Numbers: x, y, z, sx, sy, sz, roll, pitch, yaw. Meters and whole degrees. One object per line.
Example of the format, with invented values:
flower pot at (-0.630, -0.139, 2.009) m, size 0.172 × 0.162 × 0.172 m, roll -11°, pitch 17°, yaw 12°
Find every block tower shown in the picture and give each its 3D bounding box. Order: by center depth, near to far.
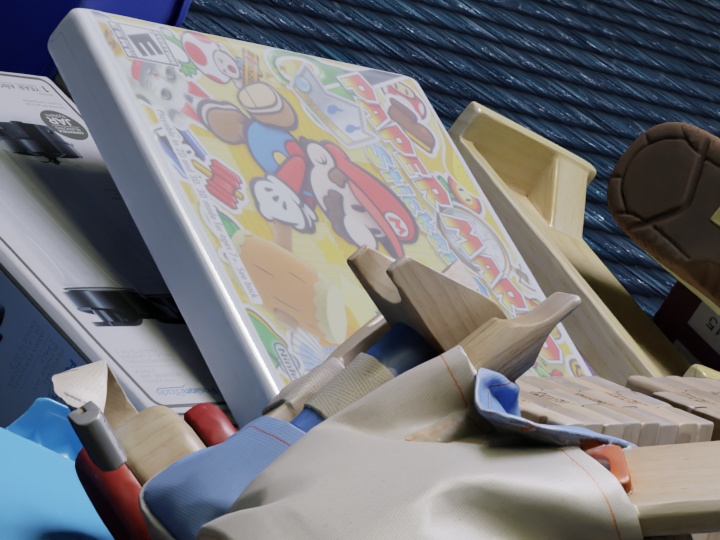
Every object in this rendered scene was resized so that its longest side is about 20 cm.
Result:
block tower at (0.096, 0.067, 0.793) m, size 0.054 × 0.058 × 0.200 m, roll 21°, pitch 13°, yaw 41°

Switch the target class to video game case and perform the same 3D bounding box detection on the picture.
video game case at (0.000, 0.000, 0.832) m, size 0.182 × 0.023 × 0.200 m, roll 6°, pitch 46°, yaw -49°

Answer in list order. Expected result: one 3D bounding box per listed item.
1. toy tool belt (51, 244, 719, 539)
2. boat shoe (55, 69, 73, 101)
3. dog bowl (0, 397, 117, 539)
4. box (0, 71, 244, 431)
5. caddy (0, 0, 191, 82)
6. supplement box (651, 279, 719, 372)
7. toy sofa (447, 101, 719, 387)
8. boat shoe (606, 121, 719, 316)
toy tool belt at (0.016, 0.056, 0.596) m, size 0.200 × 0.123 × 0.125 m, roll 28°, pitch -32°, yaw 61°
boat shoe at (-0.060, -0.009, 0.909) m, size 0.076 × 0.072 × 0.200 m, roll 25°, pitch 13°, yaw -49°
dog bowl at (-0.136, 0.065, 0.669) m, size 0.199 × 0.050 × 0.112 m, roll 26°, pitch 22°, yaw -15°
box at (-0.102, 0.009, 0.823) m, size 0.200 × 0.060 × 0.116 m, roll 43°, pitch 24°, yaw 29°
caddy at (-0.128, -0.166, 1.008) m, size 0.141 × 0.200 × 0.105 m, roll 40°, pitch 39°, yaw 16°
supplement box at (0.216, 0.078, 1.045) m, size 0.200 × 0.103 × 0.131 m, roll 8°, pitch 30°, yaw -47°
toy sofa at (0.085, 0.031, 0.964) m, size 0.083 × 0.098 × 0.200 m, roll 23°, pitch 22°, yaw -41°
boat shoe at (0.180, 0.015, 0.921) m, size 0.076 × 0.072 × 0.200 m, roll 34°, pitch 13°, yaw -49°
